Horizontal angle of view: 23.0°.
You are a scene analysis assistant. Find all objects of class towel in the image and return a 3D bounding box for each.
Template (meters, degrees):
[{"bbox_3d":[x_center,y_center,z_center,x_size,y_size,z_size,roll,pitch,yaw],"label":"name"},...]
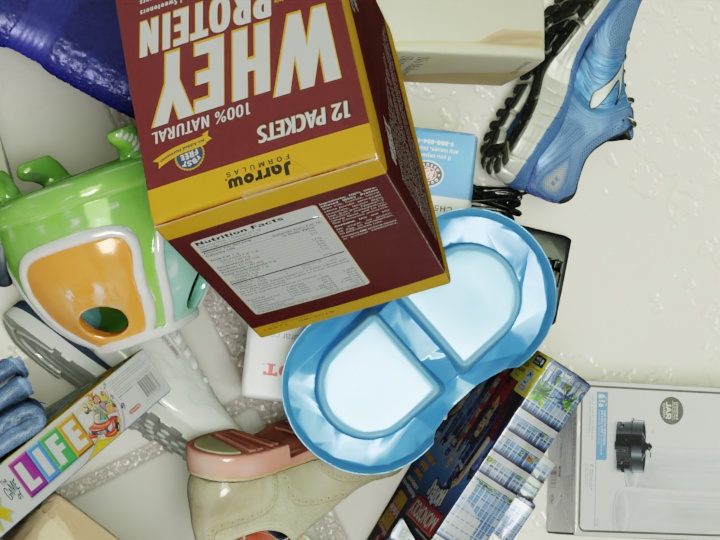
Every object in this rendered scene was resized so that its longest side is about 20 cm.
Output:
[{"bbox_3d":[-0.193,-0.184,1.226,0.200,0.050,0.148,28,51,-7],"label":"towel"},{"bbox_3d":[-0.258,0.101,1.116,0.112,0.200,0.049,-34,96,-16],"label":"towel"}]

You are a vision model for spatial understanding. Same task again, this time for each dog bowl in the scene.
[{"bbox_3d":[0.038,0.046,1.164,0.200,0.050,0.112,-42,90,-2],"label":"dog bowl"}]

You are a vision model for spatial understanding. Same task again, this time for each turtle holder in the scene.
[{"bbox_3d":[-0.160,-0.021,1.154,0.141,0.186,0.132,-21,96,-7],"label":"turtle holder"}]

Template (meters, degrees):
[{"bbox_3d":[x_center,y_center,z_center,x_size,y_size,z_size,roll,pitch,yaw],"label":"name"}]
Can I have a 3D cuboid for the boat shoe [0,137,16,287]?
[{"bbox_3d":[-0.271,-0.081,1.200,0.062,0.075,0.201,-13,84,-15],"label":"boat shoe"}]

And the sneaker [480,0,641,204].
[{"bbox_3d":[0.168,-0.139,1.327,0.089,0.079,0.200,32,80,-23],"label":"sneaker"}]

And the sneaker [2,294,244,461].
[{"bbox_3d":[-0.147,0.063,1.218,0.200,0.076,0.081,39,65,-8],"label":"sneaker"}]

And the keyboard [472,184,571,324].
[{"bbox_3d":[0.061,-0.025,1.295,0.199,0.040,0.104,12,81,-13],"label":"keyboard"}]

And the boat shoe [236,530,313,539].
[{"bbox_3d":[-0.008,0.234,1.235,0.200,0.071,0.063,28,39,-11],"label":"boat shoe"}]

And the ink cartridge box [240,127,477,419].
[{"bbox_3d":[0.000,0.000,1.232,0.144,0.085,0.201,6,88,0],"label":"ink cartridge box"}]

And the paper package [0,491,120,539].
[{"bbox_3d":[-0.157,0.235,1.130,0.200,0.191,0.104,40,78,-7],"label":"paper package"}]

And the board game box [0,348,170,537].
[{"bbox_3d":[-0.222,0.132,1.105,0.034,0.134,0.200,55,39,-6],"label":"board game box"}]

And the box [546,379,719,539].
[{"bbox_3d":[0.242,0.142,1.309,0.199,0.060,0.117,5,82,-14],"label":"box"}]

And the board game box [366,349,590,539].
[{"bbox_3d":[0.079,0.145,1.221,0.062,0.200,0.200,33,91,-7],"label":"board game box"}]

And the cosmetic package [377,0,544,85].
[{"bbox_3d":[0.024,-0.179,1.273,0.199,0.105,0.071,1,84,-12],"label":"cosmetic package"}]

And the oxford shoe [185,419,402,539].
[{"bbox_3d":[-0.044,0.145,1.211,0.200,0.071,0.074,-1,100,-44],"label":"oxford shoe"}]

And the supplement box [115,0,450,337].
[{"bbox_3d":[-0.047,-0.095,1.080,0.132,0.200,0.198,-16,67,9],"label":"supplement box"}]
